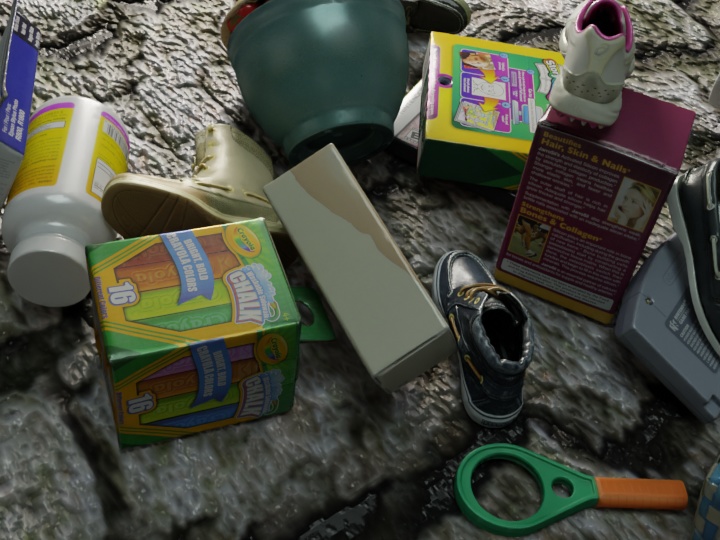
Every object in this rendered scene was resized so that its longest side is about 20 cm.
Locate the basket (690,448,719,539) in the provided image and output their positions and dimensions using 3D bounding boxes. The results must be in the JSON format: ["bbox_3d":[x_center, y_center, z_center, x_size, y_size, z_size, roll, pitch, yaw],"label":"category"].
[{"bbox_3d":[0.372,0.191,0.735,0.198,0.141,0.176,23,46,26],"label":"basket"}]

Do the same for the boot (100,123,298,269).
[{"bbox_3d":[-0.160,-0.084,0.926,0.197,0.073,0.157,13,40,-30],"label":"boot"}]

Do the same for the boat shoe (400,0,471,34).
[{"bbox_3d":[0.043,-0.338,1.234,0.198,0.072,0.067,19,57,10],"label":"boat shoe"}]

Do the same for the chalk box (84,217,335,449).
[{"bbox_3d":[-0.120,0.047,0.803,0.197,0.125,0.126,-12,50,-19],"label":"chalk box"}]

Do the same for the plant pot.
[{"bbox_3d":[-0.034,-0.190,1.013,0.197,0.200,0.136,-8,76,-16],"label":"plant pot"}]

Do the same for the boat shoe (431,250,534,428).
[{"bbox_3d":[0.116,0.036,0.873,0.070,0.092,0.202,-2,47,-11],"label":"boat shoe"}]

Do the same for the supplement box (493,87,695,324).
[{"bbox_3d":[0.219,-0.068,0.912,0.129,0.202,0.104,23,47,12],"label":"supplement box"}]

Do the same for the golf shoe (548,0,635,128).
[{"bbox_3d":[0.217,-0.208,0.844,0.074,0.092,0.201,14,41,5],"label":"golf shoe"}]

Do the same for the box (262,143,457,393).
[{"bbox_3d":[0.000,0.000,0.843,0.077,0.095,0.201,-32,72,0],"label":"box"}]

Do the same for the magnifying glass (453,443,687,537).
[{"bbox_3d":[0.176,0.185,0.795,0.196,0.023,0.080,2,46,-5],"label":"magnifying glass"}]

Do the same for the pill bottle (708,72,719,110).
[{"bbox_3d":[0.533,-0.196,1.146,0.199,0.111,0.109,35,51,22],"label":"pill bottle"}]

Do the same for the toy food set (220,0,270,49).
[{"bbox_3d":[-0.060,-0.271,1.076,0.197,0.198,0.049,-9,77,-6],"label":"toy food set"}]

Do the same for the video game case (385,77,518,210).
[{"bbox_3d":[0.139,-0.163,1.110,0.198,0.026,0.181,27,49,16],"label":"video game case"}]

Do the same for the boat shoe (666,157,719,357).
[{"bbox_3d":[0.343,-0.005,0.880,0.075,0.060,0.203,-8,75,-37],"label":"boat shoe"}]

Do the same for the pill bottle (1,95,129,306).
[{"bbox_3d":[-0.278,-0.066,0.896,0.102,0.105,0.202,2,47,-7],"label":"pill bottle"}]

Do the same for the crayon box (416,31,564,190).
[{"bbox_3d":[0.154,-0.178,1.070,0.170,0.059,0.202,9,47,-3],"label":"crayon box"}]

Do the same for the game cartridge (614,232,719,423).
[{"bbox_3d":[0.326,0.036,0.918,0.134,0.040,0.200,47,53,1],"label":"game cartridge"}]

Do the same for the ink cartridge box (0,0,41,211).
[{"bbox_3d":[-0.340,-0.145,0.899,0.040,0.201,0.202,16,42,-27],"label":"ink cartridge box"}]
